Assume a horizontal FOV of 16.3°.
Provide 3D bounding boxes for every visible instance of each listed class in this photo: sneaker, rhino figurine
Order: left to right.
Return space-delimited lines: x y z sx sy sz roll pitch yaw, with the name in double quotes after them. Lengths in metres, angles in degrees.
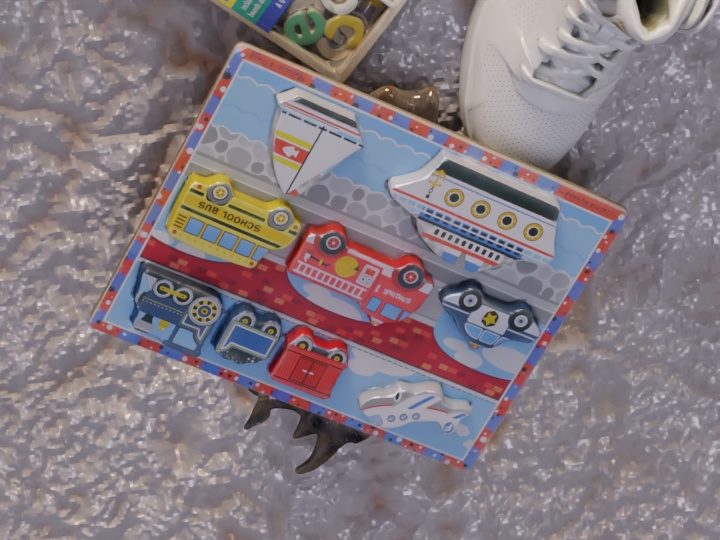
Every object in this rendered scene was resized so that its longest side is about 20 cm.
-0.017 0.007 1.165 0.087 0.060 0.201 4 118 -8 "rhino figurine"
0.099 -0.110 1.079 0.073 0.116 0.201 18 116 -12 "sneaker"

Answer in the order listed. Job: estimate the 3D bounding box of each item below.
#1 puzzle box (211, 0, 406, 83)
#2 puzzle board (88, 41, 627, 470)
-0.005 -0.193 1.084 0.133 0.025 0.200 32 112 -15 "puzzle box"
0.000 0.000 1.120 0.199 0.017 0.151 22 115 -20 "puzzle board"
